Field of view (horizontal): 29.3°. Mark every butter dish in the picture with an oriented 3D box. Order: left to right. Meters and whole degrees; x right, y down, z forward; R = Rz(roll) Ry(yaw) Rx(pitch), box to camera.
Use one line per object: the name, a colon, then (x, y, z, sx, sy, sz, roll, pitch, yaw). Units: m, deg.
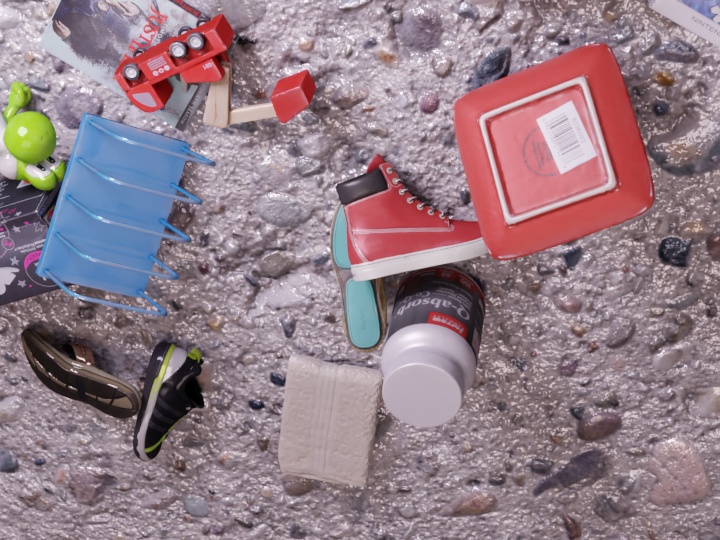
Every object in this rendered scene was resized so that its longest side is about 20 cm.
butter dish: (0.228, -0.122, 1.541, 0.199, 0.148, 0.201, -20, 75, 23)

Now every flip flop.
flip flop: (-0.374, 0.134, 1.859, 0.199, 0.058, 0.081, 22, 137, 18)

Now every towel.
towel: (-0.041, 0.204, 1.860, 0.132, 0.035, 0.201, 10, 123, 3)

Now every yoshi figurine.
yoshi figurine: (-0.431, -0.176, 1.630, 0.200, 0.112, 0.113, 32, 88, 8)

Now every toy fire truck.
toy fire truck: (-0.168, -0.215, 1.583, 0.199, 0.049, 0.141, -21, 117, 22)

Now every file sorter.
file sorter: (-0.271, -0.060, 1.608, 0.138, 0.123, 0.201, 14, 99, -33)

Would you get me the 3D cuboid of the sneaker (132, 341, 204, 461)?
sneaker: (-0.256, 0.187, 1.868, 0.082, 0.072, 0.201, 15, 124, -1)

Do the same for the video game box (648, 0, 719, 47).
video game box: (0.429, -0.316, 1.429, 0.182, 0.047, 0.200, 26, 123, -9)

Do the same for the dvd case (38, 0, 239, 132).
dvd case: (-0.260, -0.268, 1.607, 0.199, 0.022, 0.146, 30, 123, -11)

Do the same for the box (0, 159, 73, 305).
box: (-0.440, -0.038, 1.723, 0.199, 0.132, 0.115, -14, 121, 18)

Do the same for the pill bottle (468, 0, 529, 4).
pill bottle: (0.201, -0.342, 1.414, 0.199, 0.114, 0.114, -11, 120, 17)

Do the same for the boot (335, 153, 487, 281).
boot: (0.075, -0.076, 1.639, 0.199, 0.072, 0.145, -11, 91, -8)

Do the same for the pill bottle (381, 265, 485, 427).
pill bottle: (0.087, 0.091, 1.662, 0.115, 0.200, 0.116, 5, 123, 7)

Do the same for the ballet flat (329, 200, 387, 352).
ballet flat: (0.000, 0.000, 1.693, 0.070, 0.071, 0.201, -4, 91, 13)
